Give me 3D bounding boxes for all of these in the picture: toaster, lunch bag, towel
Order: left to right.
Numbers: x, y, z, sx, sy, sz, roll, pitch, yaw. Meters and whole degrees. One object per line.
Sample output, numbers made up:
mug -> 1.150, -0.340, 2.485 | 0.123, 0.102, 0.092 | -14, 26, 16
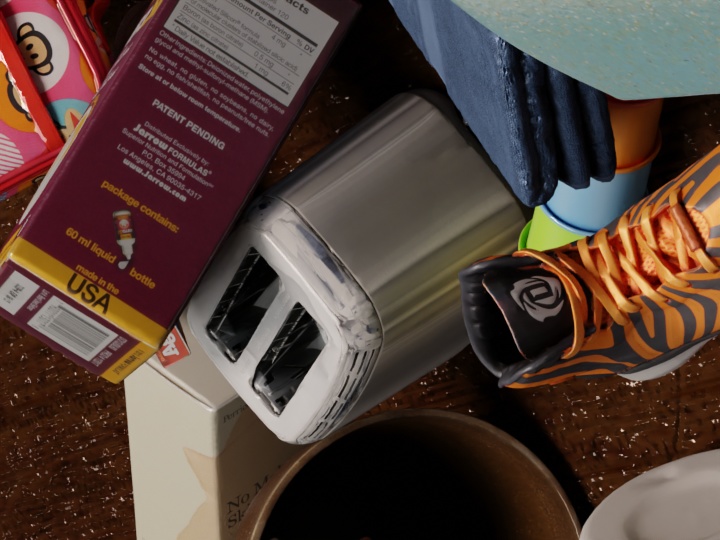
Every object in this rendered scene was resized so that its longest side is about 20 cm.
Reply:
lunch bag -> -0.207, -0.134, 1.520 | 0.200, 0.176, 0.082 | 64, -172, -1
toaster -> 0.000, 0.000, 1.463 | 0.114, 0.129, 0.200 | 50, 149, 9
towel -> 0.051, -0.122, 1.287 | 0.200, 0.048, 0.112 | -118, 12, -50

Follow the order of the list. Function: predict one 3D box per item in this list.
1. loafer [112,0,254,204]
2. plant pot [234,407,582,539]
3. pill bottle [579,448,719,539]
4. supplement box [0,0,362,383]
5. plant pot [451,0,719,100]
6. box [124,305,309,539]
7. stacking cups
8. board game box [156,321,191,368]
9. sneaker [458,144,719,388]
loafer -> -0.105, -0.066, 1.602 | 0.067, 0.076, 0.200 | 24, 137, 34
plant pot -> 0.003, 0.166, 1.600 | 0.187, 0.187, 0.200 | 60, 165, -7
pill bottle -> 0.185, 0.195, 1.403 | 0.114, 0.114, 0.200 | 8, 126, 52
supplement box -> -0.093, -0.057, 1.427 | 0.086, 0.200, 0.110 | 32, 162, -8
plant pot -> 0.116, -0.173, 1.077 | 0.196, 0.196, 0.200 | 0, 127, 55
box -> -0.076, 0.106, 1.713 | 0.078, 0.095, 0.200 | 35, 145, 30
stacking cups -> 0.109, -0.050, 1.341 | 0.060, 0.060, 0.200 | 39, 141, 27
board game box -> -0.135, -0.024, 1.642 | 0.103, 0.019, 0.200 | 61, 180, -20
sneaker -> 0.114, 0.004, 1.216 | 0.200, 0.112, 0.078 | -46, 61, 51
